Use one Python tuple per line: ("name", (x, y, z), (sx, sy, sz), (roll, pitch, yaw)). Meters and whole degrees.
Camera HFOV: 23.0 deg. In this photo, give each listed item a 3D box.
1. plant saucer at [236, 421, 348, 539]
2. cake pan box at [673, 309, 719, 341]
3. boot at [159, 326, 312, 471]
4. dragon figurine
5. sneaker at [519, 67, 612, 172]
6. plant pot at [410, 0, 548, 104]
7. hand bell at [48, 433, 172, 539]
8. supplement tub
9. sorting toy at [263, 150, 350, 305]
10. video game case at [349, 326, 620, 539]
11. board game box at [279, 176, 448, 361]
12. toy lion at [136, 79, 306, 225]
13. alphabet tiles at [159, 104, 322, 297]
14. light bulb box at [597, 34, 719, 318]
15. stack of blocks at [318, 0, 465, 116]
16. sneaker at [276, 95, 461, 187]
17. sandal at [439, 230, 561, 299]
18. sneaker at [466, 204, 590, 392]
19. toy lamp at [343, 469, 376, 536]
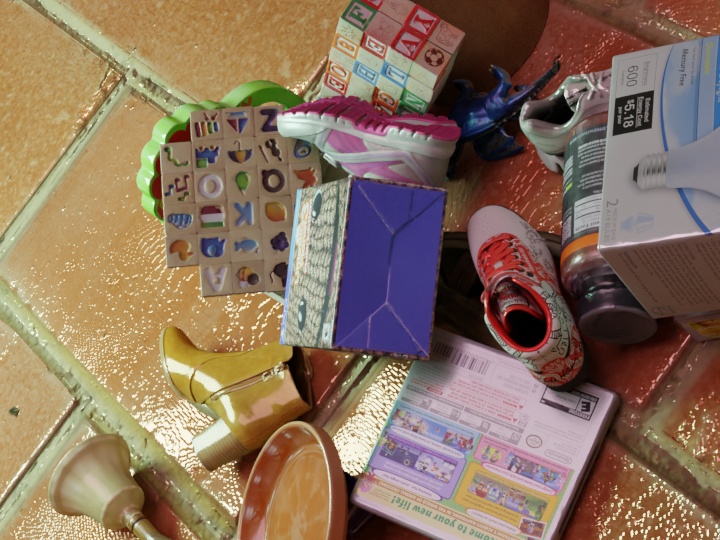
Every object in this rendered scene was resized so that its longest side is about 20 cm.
("plant saucer", (-0.062, 0.245, 1.684), (0.200, 0.032, 0.201), (-37, 47, 52))
("cake pan box", (0.365, -0.049, 1.531), (0.183, 0.052, 0.201), (-13, 56, 33))
("boot", (-0.126, 0.104, 1.860), (0.144, 0.071, 0.202), (-35, 49, 11))
("dragon figurine", (0.131, -0.149, 1.792), (0.199, 0.059, 0.100), (-10, 59, 42))
("sneaker", (0.244, -0.163, 1.690), (0.199, 0.081, 0.075), (-26, 47, 25))
("plant pot", (0.068, -0.305, 1.847), (0.186, 0.200, 0.187), (-21, 51, 29))
("hand bell", (-0.228, 0.267, 1.836), (0.200, 0.104, 0.104), (38, 91, 36))
("supplement tub", (0.234, -0.037, 1.597), (0.107, 0.107, 0.201), (-15, 56, 34))
("sorting toy", (-0.043, -0.032, 1.851), (0.200, 0.107, 0.180), (-42, 56, -4))
("video game case", (0.111, 0.163, 1.600), (0.199, 0.022, 0.183), (19, 77, 29))
("board game box", (0.000, 0.000, 1.691), (0.200, 0.096, 0.161), (174, 103, -74))
("toy lion", (-0.142, -0.122, 1.919), (0.069, 0.192, 0.200), (31, 86, 47))
("alphabet tiles", (-0.121, -0.073, 1.824), (0.165, 0.006, 0.201), (-5, 75, -1))
("light bulb box", (0.315, -0.084, 1.458), (0.199, 0.125, 0.199), (-10, 58, 30))
("stack of blocks", (0.028, -0.204, 1.825), (0.115, 0.200, 0.059), (31, 68, 3))
("sneaker", (0.002, -0.120, 1.786), (0.199, 0.081, 0.089), (16, 114, 26))
("sandal", (0.118, -0.003, 1.702), (0.200, 0.080, 0.058), (-3, 76, 40))
("sneaker", (0.137, 0.007, 1.577), (0.067, 0.108, 0.202), (-30, 60, 13))
("toy lamp", (0.033, 0.161, 1.684), (0.058, 0.058, 0.200), (28, 81, 47))
